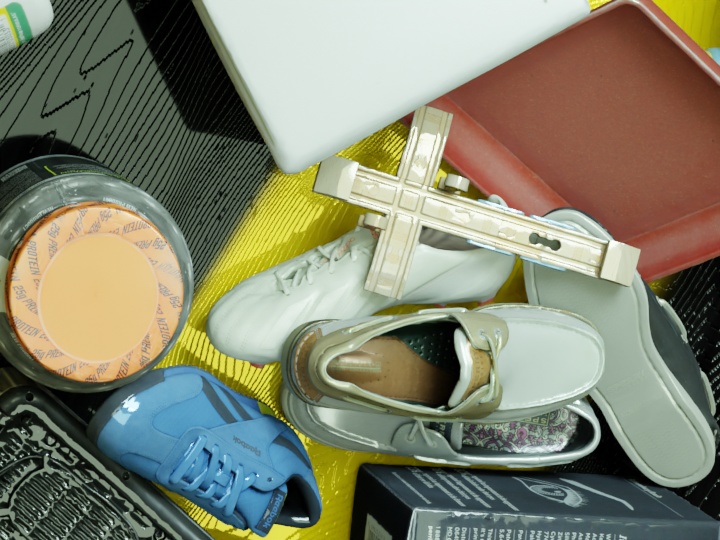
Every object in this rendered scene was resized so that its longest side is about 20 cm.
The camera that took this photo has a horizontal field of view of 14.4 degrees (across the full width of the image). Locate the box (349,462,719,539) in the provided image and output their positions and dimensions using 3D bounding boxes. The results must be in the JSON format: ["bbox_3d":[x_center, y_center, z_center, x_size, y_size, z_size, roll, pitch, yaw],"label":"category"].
[{"bbox_3d":[0.103,0.184,1.736,0.198,0.148,0.105,4,96,-13],"label":"box"}]

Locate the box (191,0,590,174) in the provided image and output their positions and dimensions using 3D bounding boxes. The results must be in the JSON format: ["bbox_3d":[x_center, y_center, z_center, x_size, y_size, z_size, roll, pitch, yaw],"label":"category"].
[{"bbox_3d":[-0.005,-0.190,1.640,0.198,0.171,0.201,-28,99,0],"label":"box"}]

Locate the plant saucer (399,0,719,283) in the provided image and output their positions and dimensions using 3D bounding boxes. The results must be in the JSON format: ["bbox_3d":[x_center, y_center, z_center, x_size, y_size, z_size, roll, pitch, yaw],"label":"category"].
[{"bbox_3d":[0.156,-0.080,1.700,0.200,0.199,0.037,39,50,-27],"label":"plant saucer"}]

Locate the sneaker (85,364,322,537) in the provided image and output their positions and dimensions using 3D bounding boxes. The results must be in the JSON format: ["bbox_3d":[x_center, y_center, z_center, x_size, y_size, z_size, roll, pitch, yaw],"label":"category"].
[{"bbox_3d":[-0.082,0.110,1.665,0.066,0.200,0.079,-45,61,11],"label":"sneaker"}]

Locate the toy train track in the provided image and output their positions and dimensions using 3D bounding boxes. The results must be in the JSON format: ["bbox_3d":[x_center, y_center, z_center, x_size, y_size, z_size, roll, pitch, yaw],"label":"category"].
[{"bbox_3d":[0.070,-0.029,1.683,0.199,0.033,0.116,17,86,-8],"label":"toy train track"}]

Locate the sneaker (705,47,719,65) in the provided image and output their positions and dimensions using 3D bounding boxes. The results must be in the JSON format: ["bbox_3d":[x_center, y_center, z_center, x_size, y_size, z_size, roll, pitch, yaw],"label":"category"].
[{"bbox_3d":[0.240,-0.047,1.777,0.130,0.080,0.202,1,87,-15],"label":"sneaker"}]

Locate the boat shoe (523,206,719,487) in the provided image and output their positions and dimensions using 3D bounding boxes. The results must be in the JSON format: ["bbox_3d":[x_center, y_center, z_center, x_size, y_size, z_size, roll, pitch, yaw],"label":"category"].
[{"bbox_3d":[0.164,0.039,1.765,0.074,0.060,0.201,-27,110,24],"label":"boat shoe"}]

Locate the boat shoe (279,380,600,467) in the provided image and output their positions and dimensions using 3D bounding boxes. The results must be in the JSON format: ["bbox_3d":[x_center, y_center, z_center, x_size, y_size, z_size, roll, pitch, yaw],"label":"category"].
[{"bbox_3d":[0.052,0.089,1.754,0.199,0.068,0.073,13,94,-14],"label":"boat shoe"}]

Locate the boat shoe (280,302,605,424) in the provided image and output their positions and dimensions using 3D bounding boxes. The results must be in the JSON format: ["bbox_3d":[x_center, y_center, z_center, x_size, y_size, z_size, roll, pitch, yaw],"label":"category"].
[{"bbox_3d":[0.057,0.058,1.682,0.199,0.068,0.075,-4,94,-16],"label":"boat shoe"}]

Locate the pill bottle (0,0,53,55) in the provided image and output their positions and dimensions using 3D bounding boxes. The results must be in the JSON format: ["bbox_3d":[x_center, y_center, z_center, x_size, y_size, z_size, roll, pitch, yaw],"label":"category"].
[{"bbox_3d":[-0.286,-0.144,1.628,0.199,0.113,0.113,-29,102,-8],"label":"pill bottle"}]

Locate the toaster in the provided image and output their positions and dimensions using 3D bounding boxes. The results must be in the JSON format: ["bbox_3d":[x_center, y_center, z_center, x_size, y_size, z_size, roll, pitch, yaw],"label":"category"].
[{"bbox_3d":[-0.206,0.171,1.680,0.200,0.119,0.181,42,86,-14],"label":"toaster"}]

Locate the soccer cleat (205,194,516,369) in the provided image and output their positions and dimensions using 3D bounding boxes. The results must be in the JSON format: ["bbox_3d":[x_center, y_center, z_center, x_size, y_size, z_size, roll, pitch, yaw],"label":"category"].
[{"bbox_3d":[0.000,0.000,1.723,0.199,0.070,0.078,-15,141,-15],"label":"soccer cleat"}]

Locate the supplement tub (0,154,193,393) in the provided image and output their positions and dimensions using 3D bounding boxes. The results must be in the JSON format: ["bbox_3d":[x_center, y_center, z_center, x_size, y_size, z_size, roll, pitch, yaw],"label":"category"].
[{"bbox_3d":[-0.162,0.001,1.628,0.122,0.200,0.124,-1,97,-12],"label":"supplement tub"}]
